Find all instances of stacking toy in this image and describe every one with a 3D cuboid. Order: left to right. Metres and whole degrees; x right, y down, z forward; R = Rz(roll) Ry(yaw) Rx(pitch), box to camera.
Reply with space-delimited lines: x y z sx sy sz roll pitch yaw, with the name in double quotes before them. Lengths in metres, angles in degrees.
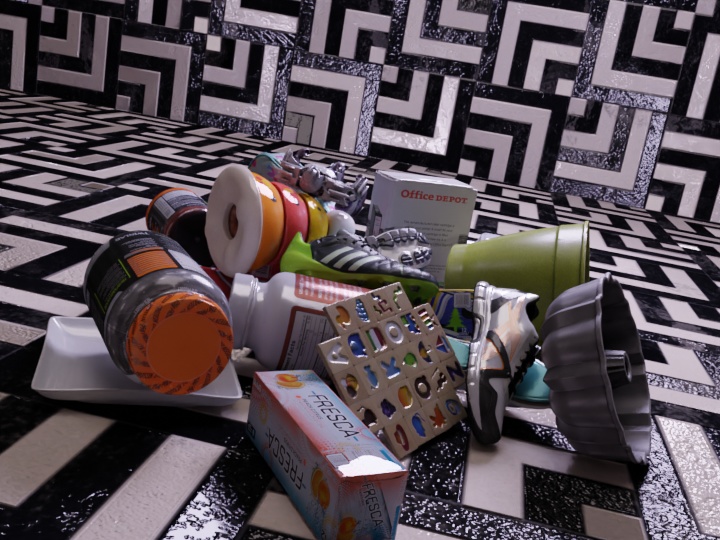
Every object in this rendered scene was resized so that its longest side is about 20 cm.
"stacking toy" -0.096 -0.064 1.115 0.200 0.146 0.146 0 18 -34

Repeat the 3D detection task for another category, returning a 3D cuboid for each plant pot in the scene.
"plant pot" 0.223 0.029 1.178 0.193 0.201 0.200 1 12 18

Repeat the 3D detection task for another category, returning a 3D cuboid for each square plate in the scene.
"square plate" -0.237 0.099 0.889 0.200 0.028 0.198 5 16 -17

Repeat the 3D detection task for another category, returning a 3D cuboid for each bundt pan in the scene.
"bundt pan" 0.247 0.107 0.882 0.076 0.202 0.202 -12 4 27

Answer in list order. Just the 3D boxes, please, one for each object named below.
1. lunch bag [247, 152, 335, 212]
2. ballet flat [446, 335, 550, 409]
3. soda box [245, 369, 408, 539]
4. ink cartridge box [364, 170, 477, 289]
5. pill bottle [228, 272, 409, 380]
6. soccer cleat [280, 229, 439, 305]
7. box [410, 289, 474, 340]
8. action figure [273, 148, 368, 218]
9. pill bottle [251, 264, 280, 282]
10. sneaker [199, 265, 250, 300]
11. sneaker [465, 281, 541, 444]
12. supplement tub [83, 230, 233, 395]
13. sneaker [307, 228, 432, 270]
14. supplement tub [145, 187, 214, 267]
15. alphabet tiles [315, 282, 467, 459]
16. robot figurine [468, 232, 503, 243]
"lunch bag" -0.118 -0.079 1.329 0.200 0.160 0.077 44 24 22
"ballet flat" 0.143 0.123 0.973 0.200 0.070 0.069 17 16 22
"soda box" -0.036 0.157 0.723 0.064 0.068 0.200 2 17 -28
"ink cartridge box" 0.087 -0.048 1.308 0.145 0.200 0.084 4 16 -22
"pill bottle" -0.053 0.064 0.944 0.200 0.112 0.112 13 14 -9
"soccer cleat" 0.000 -0.008 1.011 0.200 0.081 0.068 8 -30 13
"box" 0.054 0.056 1.055 0.200 0.064 0.070 0 -3 19
"action figure" -0.048 -0.127 1.177 0.130 0.069 0.200 34 5 12
"pill bottle" -0.071 -0.001 1.205 0.200 0.112 0.112 13 15 9
"sneaker" -0.226 0.011 1.139 0.112 0.071 0.200 -12 33 -45
"sneaker" 0.157 0.095 0.904 0.080 0.074 0.200 4 54 11
"supplement tub" -0.204 0.041 0.836 0.122 0.123 0.200 2 17 -27
"sneaker" 0.000 0.000 1.101 0.200 0.080 0.078 -5 58 -21
"supplement tub" -0.289 -0.074 1.352 0.107 0.107 0.200 2 16 -26
"alphabet tiles" 0.039 0.098 0.866 0.006 0.167 0.200 -33 -11 37
"robot figurine" 0.256 0.002 1.400 0.200 0.113 0.170 10 -14 5
